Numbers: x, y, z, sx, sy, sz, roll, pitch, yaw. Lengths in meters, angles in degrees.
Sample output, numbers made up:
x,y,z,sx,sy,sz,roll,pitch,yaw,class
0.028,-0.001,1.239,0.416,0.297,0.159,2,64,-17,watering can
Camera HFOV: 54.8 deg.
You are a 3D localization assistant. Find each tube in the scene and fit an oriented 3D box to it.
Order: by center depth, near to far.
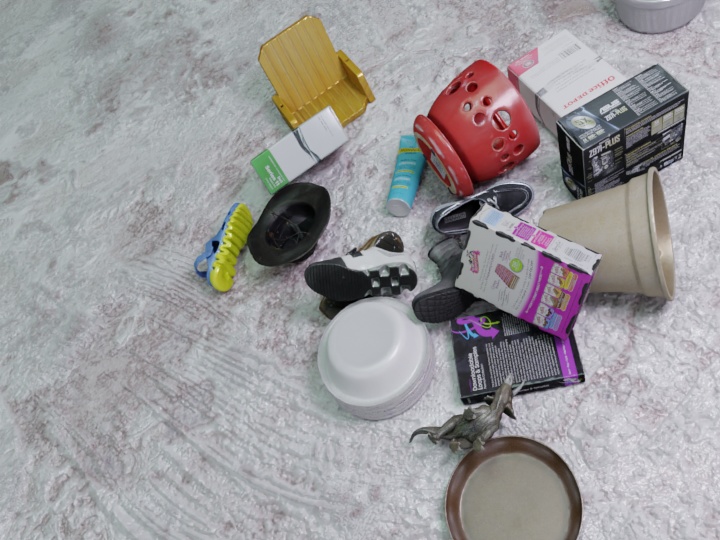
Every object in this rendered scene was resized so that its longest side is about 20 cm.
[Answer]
x,y,z,sx,sy,sz,roll,pitch,yaw,class
0.097,-0.202,1.402,0.076,0.051,0.203,5,55,16,tube

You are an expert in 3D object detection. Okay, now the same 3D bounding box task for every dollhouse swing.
x,y,z,sx,sy,sz,roll,pitch,yaw,class
-0.104,-0.428,1.549,0.198,0.177,0.183,-33,51,-4,dollhouse swing

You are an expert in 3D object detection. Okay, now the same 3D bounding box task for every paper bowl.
x,y,z,sx,sy,sz,roll,pitch,yaw,class
0.022,0.136,1.168,0.196,0.105,0.204,-11,53,15,paper bowl

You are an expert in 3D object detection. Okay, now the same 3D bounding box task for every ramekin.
x,y,z,sx,sy,sz,roll,pitch,yaw,class
0.606,-0.571,1.402,0.198,0.095,0.206,-11,54,16,ramekin

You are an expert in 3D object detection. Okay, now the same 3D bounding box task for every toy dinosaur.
x,y,z,sx,sy,sz,roll,pitch,yaw,class
0.164,0.239,1.054,0.199,0.101,0.078,-40,70,29,toy dinosaur

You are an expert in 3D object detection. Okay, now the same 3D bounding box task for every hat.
x,y,z,sx,sy,sz,roll,pitch,yaw,class
-0.125,-0.074,1.381,0.197,0.081,0.204,-17,50,21,hat

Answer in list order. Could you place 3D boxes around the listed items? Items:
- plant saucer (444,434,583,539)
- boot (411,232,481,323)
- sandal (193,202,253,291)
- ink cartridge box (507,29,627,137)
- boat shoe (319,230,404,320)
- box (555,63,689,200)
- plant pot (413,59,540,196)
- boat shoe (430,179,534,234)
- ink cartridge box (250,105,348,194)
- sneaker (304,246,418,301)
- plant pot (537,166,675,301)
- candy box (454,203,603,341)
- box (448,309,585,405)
x,y,z,sx,sy,sz,roll,pitch,yaw,class
0.219,0.340,0.996,0.195,0.032,0.204,-11,54,15,plant saucer
0.150,0.009,1.205,0.196,0.071,0.132,-16,46,-24,boot
-0.287,-0.055,1.441,0.085,0.080,0.203,3,58,28,sandal
0.400,-0.356,1.351,0.145,0.083,0.202,-30,51,0,ink cartridge box
-0.001,0.009,1.290,0.200,0.076,0.074,-46,22,-12,boat shoe
0.448,-0.224,1.193,0.197,0.165,0.087,-29,52,2,box
0.205,-0.258,1.296,0.181,0.201,0.202,-34,52,1,plant pot
0.222,-0.110,1.245,0.195,0.073,0.068,-15,12,0,boat shoe
-0.129,-0.249,1.455,0.198,0.084,0.147,-35,10,-2,ink cartridge box
0.000,0.000,1.218,0.195,0.076,0.089,1,33,-1,sneaker
0.386,-0.044,1.099,0.180,0.201,0.204,-8,54,31,plant pot
0.254,0.001,1.073,0.197,0.139,0.061,27,43,20,candy box
0.248,0.129,1.123,0.195,0.036,0.146,-12,54,13,box
